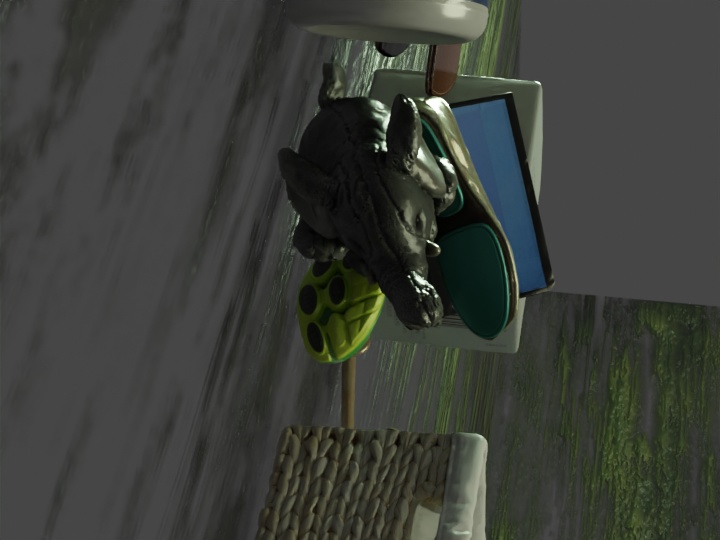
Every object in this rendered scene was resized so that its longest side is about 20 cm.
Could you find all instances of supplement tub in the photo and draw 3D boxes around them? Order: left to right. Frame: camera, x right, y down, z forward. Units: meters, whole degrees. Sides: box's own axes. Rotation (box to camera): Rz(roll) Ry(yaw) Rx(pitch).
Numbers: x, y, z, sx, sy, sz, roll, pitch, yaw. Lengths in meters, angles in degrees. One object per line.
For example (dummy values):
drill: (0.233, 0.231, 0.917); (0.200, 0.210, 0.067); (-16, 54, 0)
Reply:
supplement tub: (0.024, -0.264, 1.241); (0.145, 0.143, 0.202); (-10, 104, -81)

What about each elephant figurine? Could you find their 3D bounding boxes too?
elephant figurine: (0.011, -0.057, 1.276); (0.142, 0.154, 0.200); (-63, -178, 3)

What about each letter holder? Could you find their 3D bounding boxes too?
letter holder: (0.032, -0.219, 1.482); (0.200, 0.100, 0.144); (-43, 139, -78)

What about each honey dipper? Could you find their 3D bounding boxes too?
honey dipper: (-0.010, 0.106, 1.603); (0.038, 0.038, 0.201); (-75, 169, -50)

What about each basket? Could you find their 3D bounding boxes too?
basket: (0.007, 0.245, 1.313); (0.199, 0.159, 0.201); (-75, 168, -51)

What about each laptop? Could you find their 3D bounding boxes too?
laptop: (0.082, -0.054, 1.470); (0.200, 0.102, 0.179); (-8, 85, -77)

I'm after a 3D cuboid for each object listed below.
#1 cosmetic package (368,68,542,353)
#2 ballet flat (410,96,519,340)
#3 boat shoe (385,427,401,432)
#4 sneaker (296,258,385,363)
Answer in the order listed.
cosmetic package: (0.080, -0.056, 1.675); (0.165, 0.163, 0.201); (84, 14, -54)
ballet flat: (0.084, -0.045, 1.411); (0.062, 0.067, 0.202); (-38, 110, -56)
boat shoe: (0.018, 0.233, 1.804); (0.068, 0.072, 0.201); (-42, 159, -26)
sneaker: (0.000, 0.000, 1.443); (0.084, 0.073, 0.201); (69, 24, -43)
